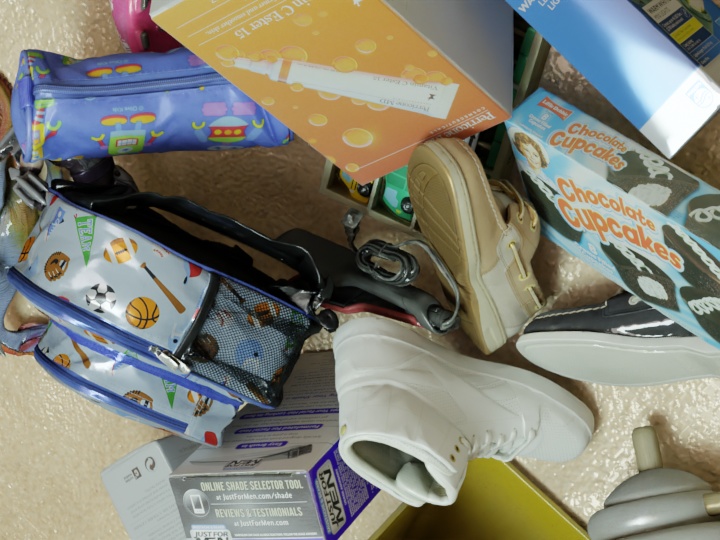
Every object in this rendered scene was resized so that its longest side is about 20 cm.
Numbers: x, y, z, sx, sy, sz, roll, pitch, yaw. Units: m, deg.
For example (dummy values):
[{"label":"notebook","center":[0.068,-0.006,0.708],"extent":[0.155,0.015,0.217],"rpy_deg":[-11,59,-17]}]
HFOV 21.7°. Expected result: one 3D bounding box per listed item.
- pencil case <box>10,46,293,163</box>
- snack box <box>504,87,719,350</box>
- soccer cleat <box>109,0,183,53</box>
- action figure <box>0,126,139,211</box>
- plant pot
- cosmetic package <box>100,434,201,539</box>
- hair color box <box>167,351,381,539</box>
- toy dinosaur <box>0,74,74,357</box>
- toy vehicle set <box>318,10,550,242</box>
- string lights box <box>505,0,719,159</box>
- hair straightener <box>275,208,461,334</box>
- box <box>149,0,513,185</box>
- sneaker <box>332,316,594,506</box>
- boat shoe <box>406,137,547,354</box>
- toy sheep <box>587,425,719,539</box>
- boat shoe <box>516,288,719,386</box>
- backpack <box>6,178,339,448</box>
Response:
[{"label":"pencil case","center":[-0.137,-0.118,1.279],"extent":[0.199,0.087,0.078],"rpy_deg":[-5,73,-9]},{"label":"snack box","center":[0.179,-0.024,1.158],"extent":[0.200,0.037,0.116],"rpy_deg":[36,160,37]},{"label":"soccer cleat","center":[-0.156,-0.244,1.309],"extent":[0.086,0.070,0.201],"rpy_deg":[21,118,40]},{"label":"action figure","center":[-0.187,-0.061,1.363],"extent":[0.069,0.130,0.200],"rpy_deg":[21,138,53]},{"label":"plant pot","center":[0.064,0.276,1.323],"extent":[0.200,0.200,0.177],"rpy_deg":[42,133,7]},{"label":"cosmetic package","center":[-0.102,0.217,1.409],"extent":[0.074,0.102,0.200],"rpy_deg":[-32,80,33]},{"label":"hair color box","center":[-0.033,0.121,1.298],"extent":[0.109,0.200,0.065],"rpy_deg":[-5,108,29]},{"label":"toy dinosaur","center":[-0.258,-0.024,1.454],"extent":[0.182,0.105,0.200],"rpy_deg":[-58,45,40]},{"label":"toy vehicle set","center":[0.052,-0.119,1.265],"extent":[0.124,0.027,0.201],"rpy_deg":[24,118,17]},{"label":"string lights box","center":[0.149,-0.168,1.152],"extent":[0.200,0.103,0.059],"rpy_deg":[45,122,5]},{"label":"hair straightener","center":[0.000,0.000,1.276],"extent":[0.200,0.041,0.077],"rpy_deg":[22,138,52]},{"label":"box","center":[-0.012,-0.158,1.148],"extent":[0.124,0.098,0.200],"rpy_deg":[-23,138,33]},{"label":"sneaker","center":[0.069,0.117,1.251],"extent":[0.200,0.116,0.074],"rpy_deg":[20,135,-20]},{"label":"boat shoe","center":[0.082,-0.026,1.221],"extent":[0.074,0.069,0.200],"rpy_deg":[53,169,34]},{"label":"toy sheep","center":[0.213,0.201,1.252],"extent":[0.138,0.138,0.201],"rpy_deg":[-20,69,31]},{"label":"boat shoe","center":[0.198,0.036,1.231],"extent":[0.200,0.074,0.061],"rpy_deg":[-4,62,35]},{"label":"backpack","center":[-0.143,0.022,1.270],"extent":[0.190,0.200,0.154],"rpy_deg":[33,81,-22]}]
